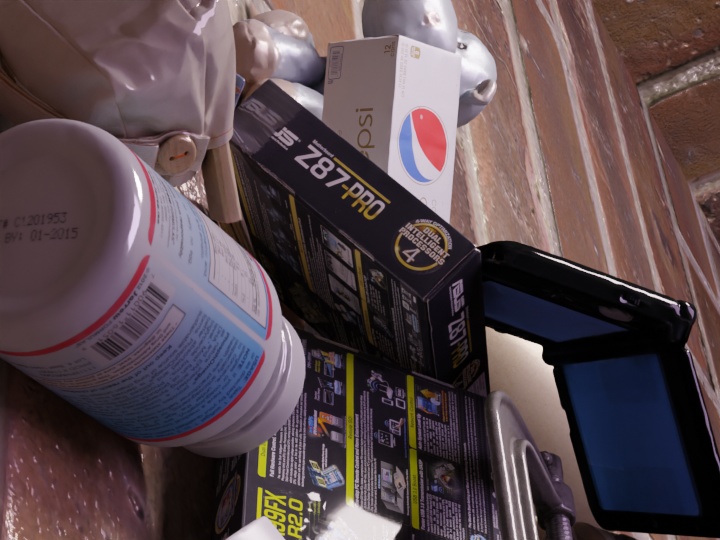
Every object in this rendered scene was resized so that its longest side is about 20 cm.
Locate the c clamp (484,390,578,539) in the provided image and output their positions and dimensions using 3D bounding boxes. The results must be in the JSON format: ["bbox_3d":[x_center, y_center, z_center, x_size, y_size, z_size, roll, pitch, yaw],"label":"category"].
[{"bbox_3d":[0.101,0.151,1.080,0.200,0.027,0.171,-91,160,-53],"label":"c clamp"}]

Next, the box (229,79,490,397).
[{"bbox_3d":[0.000,0.000,1.206,0.161,0.049,0.200,38,-17,22],"label":"box"}]

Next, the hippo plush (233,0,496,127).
[{"bbox_3d":[0.014,-0.114,1.465,0.200,0.161,0.159,59,17,-27],"label":"hippo plush"}]

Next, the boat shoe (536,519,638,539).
[{"bbox_3d":[0.128,0.189,1.294,0.200,0.065,0.072,149,-41,-72],"label":"boat shoe"}]

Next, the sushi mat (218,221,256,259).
[{"bbox_3d":[-0.045,0.046,1.264,0.096,0.012,0.200,136,-70,-84],"label":"sushi mat"}]

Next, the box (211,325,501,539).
[{"bbox_3d":[0.006,0.122,1.093,0.160,0.044,0.200,20,34,-15],"label":"box"}]

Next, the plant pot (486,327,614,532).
[{"bbox_3d":[0.086,0.088,1.454,0.200,0.187,0.187,50,19,-10],"label":"plant pot"}]

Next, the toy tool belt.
[{"bbox_3d":[-0.131,-0.102,1.056,0.200,0.125,0.123,36,-25,43],"label":"toy tool belt"}]

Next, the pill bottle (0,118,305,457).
[{"bbox_3d":[-0.104,0.018,0.985,0.200,0.109,0.109,45,27,-56],"label":"pill bottle"}]

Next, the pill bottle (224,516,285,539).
[{"bbox_3d":[-0.018,0.215,0.929,0.200,0.116,0.116,52,14,7],"label":"pill bottle"}]

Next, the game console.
[{"bbox_3d":[0.111,0.070,1.206,0.200,0.176,0.116,160,-52,-73],"label":"game console"}]

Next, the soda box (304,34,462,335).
[{"bbox_3d":[0.015,-0.046,1.362,0.068,0.064,0.200,11,83,-48],"label":"soda box"}]
